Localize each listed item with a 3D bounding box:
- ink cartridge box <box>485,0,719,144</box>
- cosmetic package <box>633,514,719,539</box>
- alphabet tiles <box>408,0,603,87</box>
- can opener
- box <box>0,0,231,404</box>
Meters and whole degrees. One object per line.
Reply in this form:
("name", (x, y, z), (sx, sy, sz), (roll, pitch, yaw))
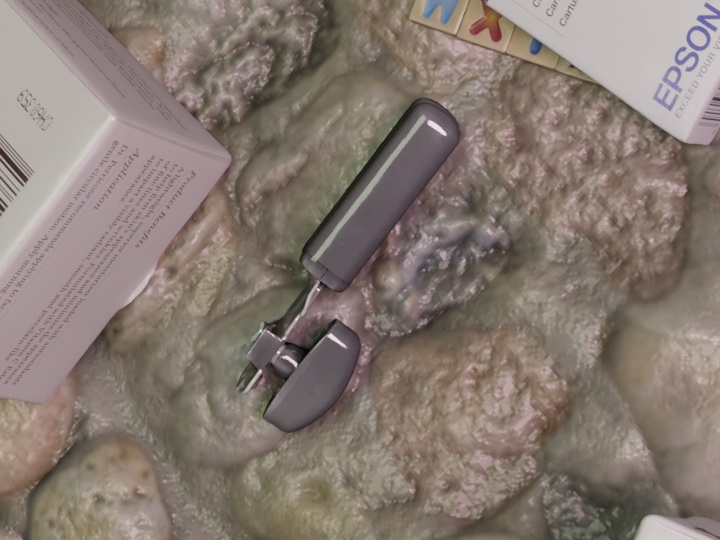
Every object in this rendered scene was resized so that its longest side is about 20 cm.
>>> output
("ink cartridge box", (0.150, -0.202, 0.978), (0.200, 0.040, 0.201), (39, 113, 28))
("cosmetic package", (0.186, 0.235, 0.842), (0.165, 0.167, 0.202), (22, 93, 28))
("alphabet tiles", (0.138, -0.188, 1.031), (0.199, 0.008, 0.169), (23, 92, 29))
("can opener", (0.000, 0.000, 1.054), (0.067, 0.053, 0.201), (37, 99, -6))
("box", (-0.222, -0.062, 1.121), (0.200, 0.130, 0.199), (45, 102, 26))
